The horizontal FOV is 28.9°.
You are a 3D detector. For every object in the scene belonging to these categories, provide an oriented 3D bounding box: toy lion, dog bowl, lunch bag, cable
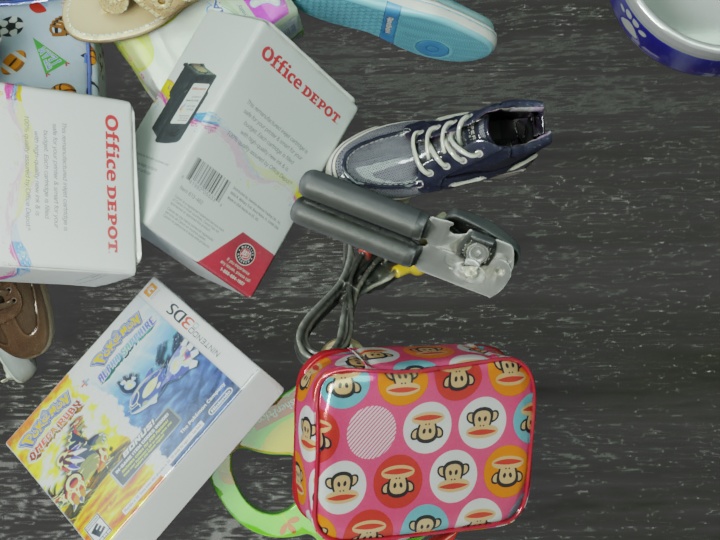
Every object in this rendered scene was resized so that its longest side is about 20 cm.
[{"bbox_3d":[-0.026,0.169,1.219,0.199,0.069,0.193,-26,89,-3],"label":"toy lion"},{"bbox_3d":[0.326,-0.282,1.275,0.199,0.079,0.202,0,81,1],"label":"dog bowl"},{"bbox_3d":[0.045,0.153,1.152,0.199,0.082,0.178,-1,99,-18],"label":"lunch bag"},{"bbox_3d":[0.000,0.000,1.213,0.097,0.050,0.200,39,50,13],"label":"cable"},{"bbox_3d":[-0.308,-0.147,1.240,0.159,0.076,0.201,-4,61,-3],"label":"lunch bag"}]

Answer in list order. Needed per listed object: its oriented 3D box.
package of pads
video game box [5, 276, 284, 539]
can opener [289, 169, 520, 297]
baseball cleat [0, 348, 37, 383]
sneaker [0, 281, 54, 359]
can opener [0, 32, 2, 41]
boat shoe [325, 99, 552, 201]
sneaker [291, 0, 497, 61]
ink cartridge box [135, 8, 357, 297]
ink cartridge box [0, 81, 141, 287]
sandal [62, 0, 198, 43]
[{"bbox_3d":[-0.169,-0.258,1.284,0.154,0.068,0.200,-36,81,-5],"label":"package of pads"},{"bbox_3d":[-0.186,0.124,1.184,0.200,0.047,0.182,-49,43,-7],"label":"video game box"},{"bbox_3d":[0.041,-0.037,1.207,0.199,0.067,0.054,22,116,4],"label":"can opener"},{"bbox_3d":[-0.310,-0.005,1.244,0.106,0.070,0.201,-25,82,-3],"label":"baseball cleat"},{"bbox_3d":[-0.321,-0.011,1.150,0.070,0.076,0.201,-21,100,14],"label":"sneaker"},{"bbox_3d":[-0.364,-0.131,1.166,0.052,0.067,0.200,30,76,25],"label":"can opener"},{"bbox_3d":[0.071,-0.110,1.222,0.199,0.093,0.075,-14,81,-17],"label":"boat shoe"},{"bbox_3d":[0.043,-0.278,1.282,0.199,0.080,0.131,19,70,-8],"label":"sneaker"},{"bbox_3d":[-0.112,-0.102,1.213,0.083,0.146,0.201,21,78,44],"label":"ink cartridge box"},{"bbox_3d":[-0.279,-0.066,1.089,0.199,0.084,0.146,4,78,-36],"label":"ink cartridge box"},{"bbox_3d":[-0.162,-0.262,1.212,0.210,0.070,0.078,-16,79,-6],"label":"sandal"}]
